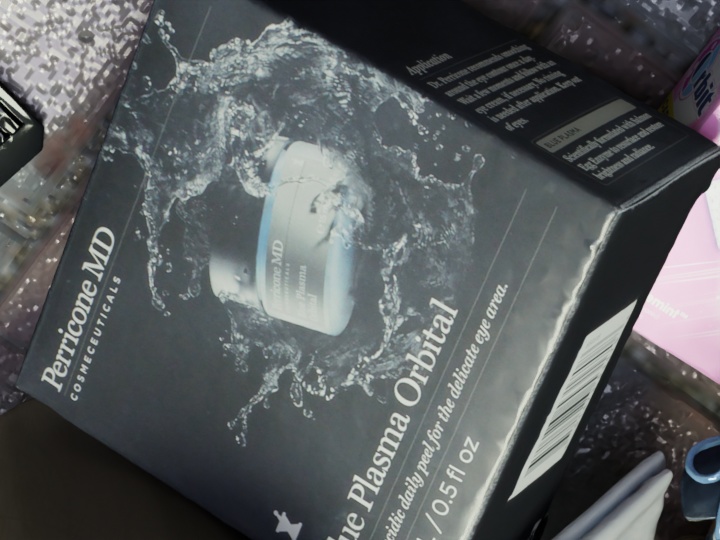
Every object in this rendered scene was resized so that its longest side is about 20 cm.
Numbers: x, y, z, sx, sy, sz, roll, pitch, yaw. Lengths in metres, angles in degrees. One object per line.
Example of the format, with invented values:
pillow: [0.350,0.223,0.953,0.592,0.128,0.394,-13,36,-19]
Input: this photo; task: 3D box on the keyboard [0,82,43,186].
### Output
keyboard: [-0.234,-0.027,1.086,0.200,0.040,0.104,-39,107,18]

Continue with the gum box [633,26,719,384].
gum box: [0.198,0.004,1.055,0.199,0.066,0.114,31,114,-11]

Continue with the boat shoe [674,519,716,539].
boat shoe: [0.159,0.146,1.128,0.072,0.076,0.201,44,125,21]

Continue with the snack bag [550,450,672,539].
snack bag: [0.056,0.189,1.068,0.021,0.188,0.201,35,142,25]

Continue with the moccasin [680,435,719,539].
moccasin: [0.152,0.096,1.021,0.068,0.080,0.201,36,118,20]

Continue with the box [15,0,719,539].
box: [0.000,0.000,1.005,0.199,0.117,0.198,31,115,17]

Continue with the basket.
basket: [-0.098,0.152,1.021,0.136,0.200,0.180,34,110,-33]
